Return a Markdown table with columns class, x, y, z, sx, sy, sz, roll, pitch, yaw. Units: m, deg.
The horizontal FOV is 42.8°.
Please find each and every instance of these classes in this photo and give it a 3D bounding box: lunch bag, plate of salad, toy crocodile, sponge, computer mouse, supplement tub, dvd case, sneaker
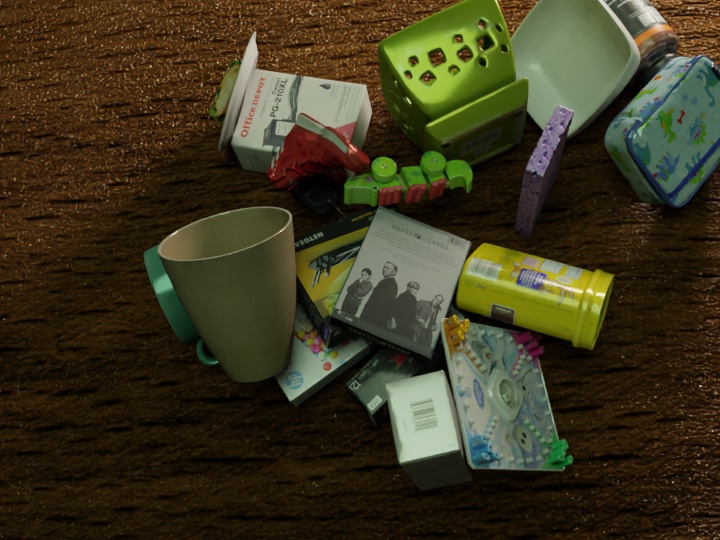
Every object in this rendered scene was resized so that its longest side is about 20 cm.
| class | x | y | z | sx | sy | sz | roll | pitch | yaw |
| --- | --- | --- | --- | --- | --- | --- | --- | --- | --- |
| lunch bag | 0.472 | -0.204 | 1.359 | 0.200 | 0.082 | 0.161 | -45 | 112 | -10 |
| plate of salad | -0.207 | -0.288 | 1.479 | 0.047 | 0.200 | 0.204 | 16 | 70 | -7 |
| toy crocodile | 0.070 | -0.126 | 1.344 | 0.196 | 0.068 | 0.063 | -9 | 54 | -16 |
| sponge | 0.265 | -0.139 | 1.337 | 0.029 | 0.201 | 0.113 | 23 | 71 | 14 |
| computer mouse | -0.039 | -0.092 | 1.433 | 0.199 | 0.034 | 0.058 | 39 | 57 | 21 |
| supplement tub | 0.430 | -0.371 | 1.454 | 0.105 | 0.107 | 0.202 | -27 | 66 | -3 |
| dvd case | 0.059 | 0.016 | 1.276 | 0.148 | 0.025 | 0.202 | 22 | 57 | 4 |
| sneaker | -0.066 | -0.153 | 1.357 | 0.116 | 0.078 | 0.200 | -54 | 32 | 2 |

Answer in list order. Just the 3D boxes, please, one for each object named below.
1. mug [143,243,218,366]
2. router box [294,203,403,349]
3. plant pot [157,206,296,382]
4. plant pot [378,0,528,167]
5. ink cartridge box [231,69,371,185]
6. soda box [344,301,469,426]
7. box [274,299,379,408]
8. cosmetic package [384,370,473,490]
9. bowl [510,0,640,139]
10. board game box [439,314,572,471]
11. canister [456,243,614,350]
| class | x | y | z | sx | sy | sz | roll | pitch | yaw |
| --- | --- | --- | --- | --- | --- | --- | --- | --- | --- |
| mug | -0.238 | 0.030 | 1.391 | 0.113 | 0.187 | 0.153 | -25 | 39 | -4 |
| router box | 0.000 | 0.000 | 1.323 | 0.197 | 0.053 | 0.158 | -24 | 64 | -22 |
| plant pot | -0.162 | 0.042 | 1.252 | 0.183 | 0.188 | 0.204 | -10 | 110 | 5 |
| plant pot | 0.152 | -0.269 | 1.415 | 0.197 | 0.199 | 0.184 | -24 | 72 | -2 |
| ink cartridge box | -0.095 | -0.233 | 1.497 | 0.196 | 0.085 | 0.148 | 11 | 70 | 13 |
| soda box | 0.071 | 0.128 | 1.329 | 0.200 | 0.071 | 0.063 | -43 | 67 | -9 |
| box | -0.058 | 0.079 | 1.355 | 0.198 | 0.041 | 0.157 | -34 | 66 | -5 |
| cosmetic package | 0.095 | 0.217 | 1.218 | 0.083 | 0.201 | 0.110 | -13 | 64 | 5 |
| bowl | 0.333 | -0.326 | 1.433 | 0.201 | 0.074 | 0.202 | -49 | 59 | 36 |
| board game box | 0.200 | 0.166 | 1.239 | 0.026 | 0.197 | 0.204 | -32 | 58 | 40 |
| canister | 0.248 | 0.031 | 1.302 | 0.196 | 0.148 | 0.088 | 16 | 111 | 18 |
